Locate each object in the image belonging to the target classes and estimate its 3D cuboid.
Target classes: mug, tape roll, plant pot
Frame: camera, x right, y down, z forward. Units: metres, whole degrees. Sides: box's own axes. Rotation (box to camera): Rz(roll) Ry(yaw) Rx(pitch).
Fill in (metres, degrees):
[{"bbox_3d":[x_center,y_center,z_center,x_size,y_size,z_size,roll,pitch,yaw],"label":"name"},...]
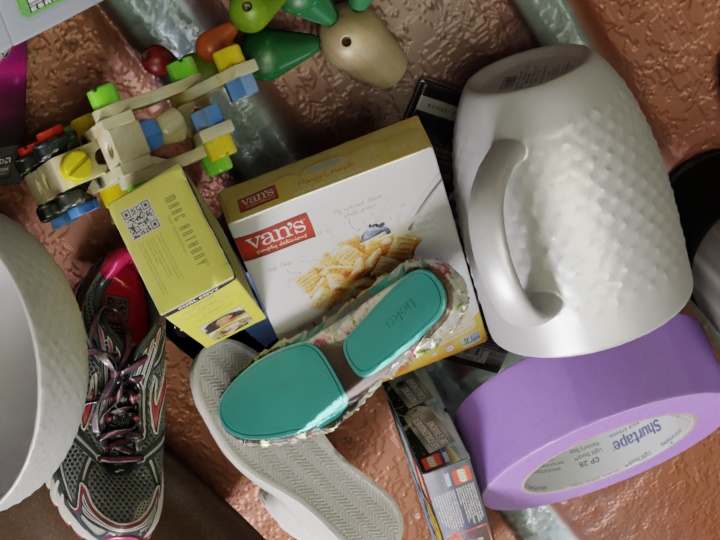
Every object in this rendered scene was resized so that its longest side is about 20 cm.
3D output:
[{"bbox_3d":[0.124,-0.042,0.999,0.146,0.200,0.177,-5,115,31],"label":"mug"},{"bbox_3d":[0.171,0.107,1.115,0.198,0.066,0.201,-18,158,-8],"label":"tape roll"},{"bbox_3d":[-0.197,0.178,1.070,0.186,0.187,0.201,-36,103,5],"label":"plant pot"}]

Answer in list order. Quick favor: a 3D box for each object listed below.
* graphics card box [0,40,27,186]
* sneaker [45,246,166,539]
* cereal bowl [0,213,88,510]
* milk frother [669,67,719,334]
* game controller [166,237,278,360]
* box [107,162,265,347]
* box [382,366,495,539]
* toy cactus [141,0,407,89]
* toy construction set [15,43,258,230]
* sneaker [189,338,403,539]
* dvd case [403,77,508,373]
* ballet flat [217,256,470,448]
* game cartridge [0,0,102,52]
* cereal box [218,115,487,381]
[{"bbox_3d":[-0.268,-0.144,0.922,0.125,0.051,0.202,-12,123,-37],"label":"graphics card box"},{"bbox_3d":[-0.165,0.081,0.995,0.080,0.202,0.075,3,156,-24],"label":"sneaker"},{"bbox_3d":[-0.244,0.052,0.957,0.083,0.199,0.202,-12,129,-55],"label":"cereal bowl"},{"bbox_3d":[0.304,-0.045,1.062,0.179,0.188,0.201,-26,120,-1],"label":"milk frother"},{"bbox_3d":[-0.047,0.002,1.071,0.199,0.042,0.104,-36,118,15],"label":"game controller"},{"bbox_3d":[-0.102,-0.003,0.925,0.050,0.200,0.076,-27,83,-2],"label":"box"},{"bbox_3d":[0.071,0.186,1.149,0.040,0.137,0.202,-20,119,-4],"label":"box"},{"bbox_3d":[-0.033,-0.173,0.983,0.200,0.102,0.165,-47,136,8],"label":"toy cactus"},{"bbox_3d":[-0.142,-0.072,0.955,0.130,0.200,0.093,-26,81,-22],"label":"toy construction set"},{"bbox_3d":[-0.066,0.137,1.114,0.074,0.115,0.200,-45,101,-23],"label":"sneaker"},{"bbox_3d":[0.074,-0.028,1.111,0.147,0.016,0.202,15,112,-19],"label":"dvd case"},{"bbox_3d":[-0.005,0.060,1.020,0.199,0.064,0.076,-31,78,20],"label":"ballet flat"},{"bbox_3d":[-0.185,-0.219,0.892,0.199,0.040,0.134,-34,123,-26],"label":"game cartridge"},{"bbox_3d":[0.000,0.000,1.036,0.143,0.040,0.201,-21,136,0],"label":"cereal box"}]
